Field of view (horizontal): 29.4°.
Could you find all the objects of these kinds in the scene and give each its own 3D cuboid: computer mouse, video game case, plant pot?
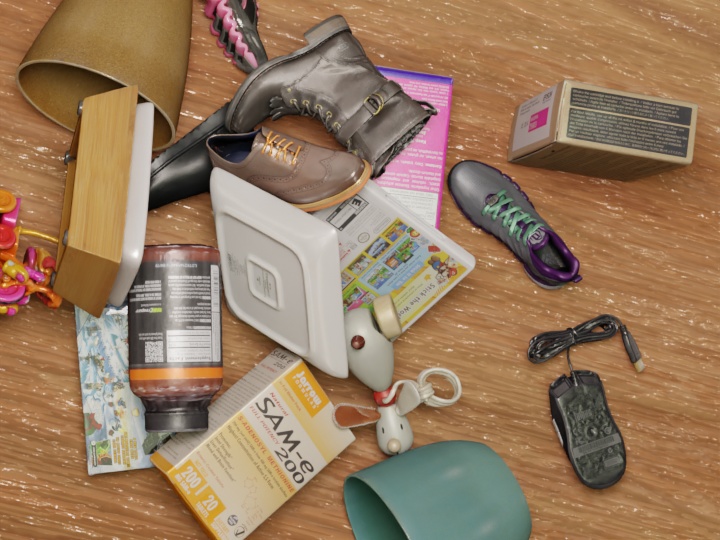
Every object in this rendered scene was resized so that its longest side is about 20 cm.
[{"bbox_3d":[0.290,0.155,1.673,0.139,0.046,0.202,-22,87,-14],"label":"computer mouse"},{"bbox_3d":[0.000,0.000,1.559,0.181,0.023,0.200,35,123,-19],"label":"video game case"},{"bbox_3d":[-0.264,-0.266,1.535,0.184,0.186,0.202,20,69,-8],"label":"plant pot"},{"bbox_3d":[0.097,0.287,1.565,0.160,0.200,0.203,-26,93,-20],"label":"plant pot"}]

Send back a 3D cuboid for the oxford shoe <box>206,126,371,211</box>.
[{"bbox_3d":[-0.082,-0.113,1.478,0.198,0.073,0.072,3,56,30],"label":"oxford shoe"}]

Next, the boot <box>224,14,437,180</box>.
[{"bbox_3d":[-0.035,-0.170,1.524,0.199,0.069,0.175,-39,78,4],"label":"boot"}]

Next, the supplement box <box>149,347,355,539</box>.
[{"bbox_3d":[-0.121,0.202,1.559,0.200,0.073,0.127,-41,112,-16],"label":"supplement box"}]

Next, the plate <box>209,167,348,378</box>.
[{"bbox_3d":[-0.097,0.008,1.500,0.032,0.199,0.202,-32,135,-33],"label":"plate"}]

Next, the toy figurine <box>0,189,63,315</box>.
[{"bbox_3d":[-0.336,-0.015,1.516,0.182,0.202,0.151,8,132,-20],"label":"toy figurine"}]

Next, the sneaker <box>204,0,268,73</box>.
[{"bbox_3d":[-0.143,-0.332,1.599,0.095,0.079,0.202,-26,94,-20],"label":"sneaker"}]

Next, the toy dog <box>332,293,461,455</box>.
[{"bbox_3d":[0.019,0.123,1.549,0.131,0.097,0.201,-35,104,15],"label":"toy dog"}]

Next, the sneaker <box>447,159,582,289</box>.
[{"bbox_3d":[0.191,-0.061,1.635,0.200,0.087,0.075,43,83,-6],"label":"sneaker"}]

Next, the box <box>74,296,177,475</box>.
[{"bbox_3d":[-0.255,0.126,1.581,0.135,0.040,0.203,-4,90,-10],"label":"box"}]

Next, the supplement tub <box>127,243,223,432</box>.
[{"bbox_3d":[-0.204,0.075,1.505,0.105,0.107,0.203,0,86,-9],"label":"supplement tub"}]

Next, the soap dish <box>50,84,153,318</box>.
[{"bbox_3d":[-0.271,-0.072,1.438,0.080,0.157,0.203,9,66,-16],"label":"soap dish"}]

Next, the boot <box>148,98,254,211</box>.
[{"bbox_3d":[-0.162,-0.084,1.587,0.198,0.073,0.163,-39,95,-12],"label":"boot"}]

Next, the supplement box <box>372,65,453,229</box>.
[{"bbox_3d":[0.043,-0.126,1.605,0.102,0.101,0.203,7,88,-8],"label":"supplement box"}]

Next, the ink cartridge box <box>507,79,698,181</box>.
[{"bbox_3d":[0.278,-0.159,1.595,0.162,0.200,0.076,9,87,-10],"label":"ink cartridge box"}]
